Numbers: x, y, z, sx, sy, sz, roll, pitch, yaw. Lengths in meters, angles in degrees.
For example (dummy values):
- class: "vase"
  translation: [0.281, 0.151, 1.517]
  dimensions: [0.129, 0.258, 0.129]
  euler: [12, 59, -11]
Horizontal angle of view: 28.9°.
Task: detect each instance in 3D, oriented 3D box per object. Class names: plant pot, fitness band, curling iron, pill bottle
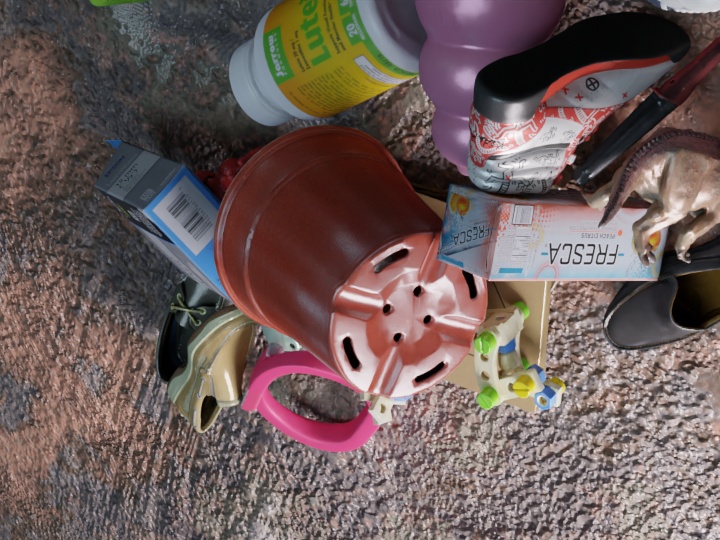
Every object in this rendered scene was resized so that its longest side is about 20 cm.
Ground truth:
- class: "plant pot"
  translation: [0.000, 0.000, 1.203]
  dimensions: [0.195, 0.199, 0.203]
  euler: [40, 143, 54]
- class: "fitness band"
  translation: [-0.046, 0.133, 1.460]
  dimensions: [0.142, 0.038, 0.200]
  euler: [20, 150, -7]
- class: "curling iron"
  translation: [0.240, -0.135, 1.075]
  dimensions: [0.200, 0.050, 0.026]
  euler: [-39, 104, 18]
- class: "pill bottle"
  translation: [-0.024, -0.199, 1.240]
  dimensions: [0.199, 0.111, 0.112]
  euler: [-20, 103, 43]

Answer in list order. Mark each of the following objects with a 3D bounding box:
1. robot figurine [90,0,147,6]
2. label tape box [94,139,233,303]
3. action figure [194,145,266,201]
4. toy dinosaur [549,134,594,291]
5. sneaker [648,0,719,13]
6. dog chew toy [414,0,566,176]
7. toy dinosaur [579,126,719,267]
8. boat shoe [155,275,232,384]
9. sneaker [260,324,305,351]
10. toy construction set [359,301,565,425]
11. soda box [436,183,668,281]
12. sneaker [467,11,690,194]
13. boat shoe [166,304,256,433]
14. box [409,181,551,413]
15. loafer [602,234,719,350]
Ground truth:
- class: "robot figurine"
  translation: [-0.224, -0.350, 1.297]
  dimensions: [0.176, 0.115, 0.201]
  euler: [54, 144, 41]
- class: "label tape box"
  translation: [-0.190, -0.053, 1.404]
  dimensions: [0.143, 0.066, 0.199]
  euler: [47, 165, -31]
- class: "action figure"
  translation: [-0.065, -0.089, 1.381]
  dimensions: [0.198, 0.099, 0.066]
  euler: [6, 119, 9]
- class: "toy dinosaur"
  translation: [0.158, -0.091, 1.218]
  dimensions: [0.201, 0.058, 0.101]
  euler: [62, 149, 1]
- class: "sneaker"
  translation: [0.286, -0.262, 0.989]
  dimensions: [0.198, 0.079, 0.131]
  euler: [-1, 114, 37]
- class: "dog chew toy"
  translation: [0.100, -0.177, 1.134]
  dimensions: [0.124, 0.124, 0.202]
  euler: [15, 110, 30]
- class: "toy dinosaur"
  translation: [0.257, -0.080, 1.074]
  dimensions: [0.136, 0.198, 0.086]
  euler: [-56, 49, 40]
- class: "boat shoe"
  translation: [-0.180, 0.049, 1.544]
  dimensions: [0.072, 0.060, 0.203]
  euler: [35, 132, 14]
- class: "sneaker"
  translation: [-0.038, 0.027, 1.411]
  dimensions: [0.199, 0.073, 0.119]
  euler: [-7, 106, 50]
- class: "toy construction set"
  translation: [0.085, 0.080, 1.317]
  dimensions: [0.198, 0.092, 0.132]
  euler: [-11, 110, 29]
- class: "soda box"
  translation: [0.159, -0.029, 1.132]
  dimensions: [0.068, 0.198, 0.064]
  euler: [25, 109, 50]
- class: "sneaker"
  translation: [0.166, -0.128, 1.095]
  dimensions: [0.067, 0.200, 0.109]
  euler: [47, 147, 35]
- class: "boat shoe"
  translation: [-0.147, 0.109, 1.494]
  dimensions: [0.077, 0.071, 0.200]
  euler: [60, 148, 20]
- class: "box"
  translation: [0.106, 0.026, 1.339]
  dimensions: [0.162, 0.021, 0.202]
  euler: [19, 126, 28]
- class: "loafer"
  translation: [0.272, 0.021, 1.174]
  dimensions: [0.073, 0.072, 0.200]
  euler: [50, 135, -1]
